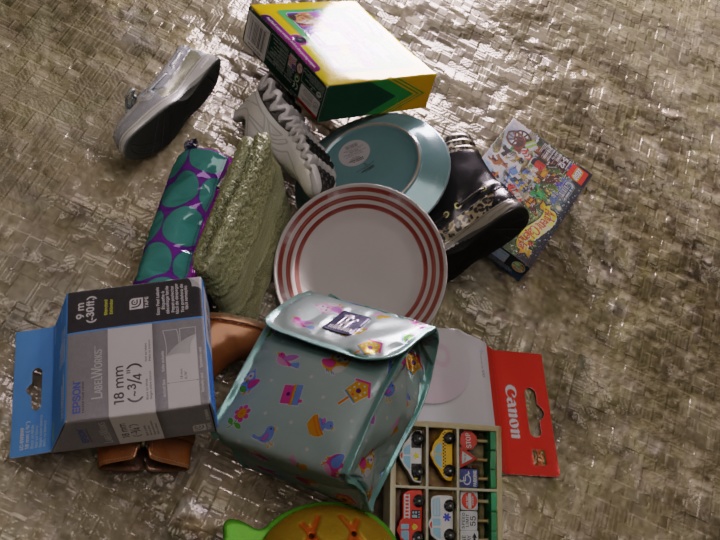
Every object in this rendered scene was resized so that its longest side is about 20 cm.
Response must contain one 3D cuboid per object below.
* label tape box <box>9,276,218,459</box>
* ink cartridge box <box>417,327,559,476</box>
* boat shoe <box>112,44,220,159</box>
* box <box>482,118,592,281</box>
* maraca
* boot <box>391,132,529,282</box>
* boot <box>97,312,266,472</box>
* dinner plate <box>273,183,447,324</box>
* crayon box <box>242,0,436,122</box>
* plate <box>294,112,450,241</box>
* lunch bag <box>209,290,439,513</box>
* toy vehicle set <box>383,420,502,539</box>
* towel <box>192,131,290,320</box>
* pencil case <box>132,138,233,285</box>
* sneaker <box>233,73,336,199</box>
[{"bbox_3d":[-0.245,0.093,0.902,0.199,0.063,0.145,-7,57,-6],"label":"label tape box"},{"bbox_3d":[0.135,0.150,1.068,0.199,0.057,0.163,3,60,-11],"label":"ink cartridge box"},{"bbox_3d":[-0.245,-0.210,1.139,0.065,0.075,0.202,27,52,6],"label":"boat shoe"},{"bbox_3d":[0.208,-0.099,1.239,0.136,0.038,0.200,36,57,5],"label":"box"},{"bbox_3d":[-0.053,0.293,0.889,0.199,0.107,0.138,0,65,-14],"label":"maraca"},{"bbox_3d":[0.087,-0.068,1.140,0.203,0.074,0.154,-30,55,7],"label":"boot"},{"bbox_3d":[-0.179,0.127,0.959,0.199,0.077,0.156,0,60,-15],"label":"boot"},{"bbox_3d":[0.000,0.000,1.066,0.199,0.024,0.201,0,86,4],"label":"dinner plate"},{"bbox_3d":[-0.029,-0.277,1.209,0.172,0.058,0.200,-13,48,-34],"label":"crayon box"},{"bbox_3d":[0.010,-0.122,1.137,0.199,0.026,0.201,-9,57,14],"label":"plate"},{"bbox_3d":[-0.029,0.117,0.944,0.170,0.122,0.200,13,62,28],"label":"lunch bag"},{"bbox_3d":[0.086,0.260,0.968,0.124,0.027,0.201,5,75,-14],"label":"toy vehicle set"},{"bbox_3d":[-0.125,-0.042,1.039,0.036,0.149,0.200,5,54,18],"label":"towel"},{"bbox_3d":[-0.191,-0.045,1.048,0.085,0.092,0.201,35,52,-35],"label":"pencil case"},{"bbox_3d":[-0.093,-0.150,1.137,0.081,0.075,0.200,-36,55,9],"label":"sneaker"}]
